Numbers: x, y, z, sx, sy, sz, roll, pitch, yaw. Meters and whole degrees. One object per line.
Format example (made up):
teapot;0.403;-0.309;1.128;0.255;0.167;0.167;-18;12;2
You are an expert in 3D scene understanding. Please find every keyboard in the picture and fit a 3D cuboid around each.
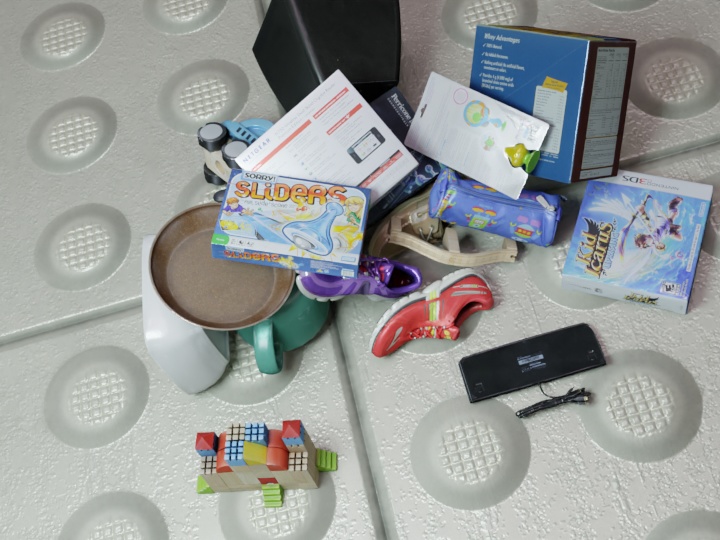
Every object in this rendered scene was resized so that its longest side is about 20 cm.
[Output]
keyboard;0.246;0.149;1.569;0.199;0.021;0.127;-16;52;3

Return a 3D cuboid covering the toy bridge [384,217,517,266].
toy bridge;0.132;-0.035;1.645;0.199;0.027;0.067;9;35;-8

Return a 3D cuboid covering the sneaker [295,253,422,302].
sneaker;0.000;0.000;1.571;0.199;0.083;0.081;2;80;-34

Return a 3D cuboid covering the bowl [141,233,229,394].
bowl;-0.244;0.060;1.612;0.074;0.200;0.200;-11;60;7

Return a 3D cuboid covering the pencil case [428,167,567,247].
pencil case;0.201;-0.093;1.648;0.199;0.087;0.078;13;66;-5

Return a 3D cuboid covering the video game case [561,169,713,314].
video game case;0.405;-0.049;1.640;0.180;0.046;0.201;11;63;19

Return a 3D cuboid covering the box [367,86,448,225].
box;0.009;-0.155;1.708;0.200;0.107;0.149;-36;89;-14

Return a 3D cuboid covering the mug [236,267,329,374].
mug;-0.120;0.036;1.613;0.152;0.115;0.185;-31;59;-8

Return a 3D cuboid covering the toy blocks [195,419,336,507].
toy blocks;-0.143;0.250;1.517;0.199;0.137;0.100;-4;59;9

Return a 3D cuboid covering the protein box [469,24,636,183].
protein box;0.273;-0.249;1.647;0.198;0.201;0.135;18;20;39

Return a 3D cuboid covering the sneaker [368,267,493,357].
sneaker;0.104;0.071;1.613;0.200;0.077;0.085;-32;64;-8

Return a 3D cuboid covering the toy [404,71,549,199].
toy;0.171;-0.195;1.625;0.200;0.047;0.116;30;108;28

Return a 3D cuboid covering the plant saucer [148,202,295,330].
plant saucer;-0.189;0.000;1.535;0.199;0.037;0.201;5;60;-8

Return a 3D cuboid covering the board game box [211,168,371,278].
board game box;-0.092;-0.065;1.535;0.199;0.035;0.136;8;54;2

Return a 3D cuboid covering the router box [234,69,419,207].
router box;-0.047;-0.154;1.611;0.200;0.049;0.180;-40;89;1

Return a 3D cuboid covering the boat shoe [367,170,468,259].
boat shoe;0.099;-0.074;1.701;0.200;0.071;0.065;-39;60;-13

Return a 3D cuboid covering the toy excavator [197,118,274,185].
toy excavator;-0.135;-0.195;1.813;0.200;0.100;0.194;-36;55;-26

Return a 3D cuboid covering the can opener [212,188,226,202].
can opener;-0.131;-0.119;1.760;0.199;0.064;0.079;-2;39;-5

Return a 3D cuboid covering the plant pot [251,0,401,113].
plant pot;-0.039;-0.337;1.796;0.199;0.200;0.178;-8;69;-23
